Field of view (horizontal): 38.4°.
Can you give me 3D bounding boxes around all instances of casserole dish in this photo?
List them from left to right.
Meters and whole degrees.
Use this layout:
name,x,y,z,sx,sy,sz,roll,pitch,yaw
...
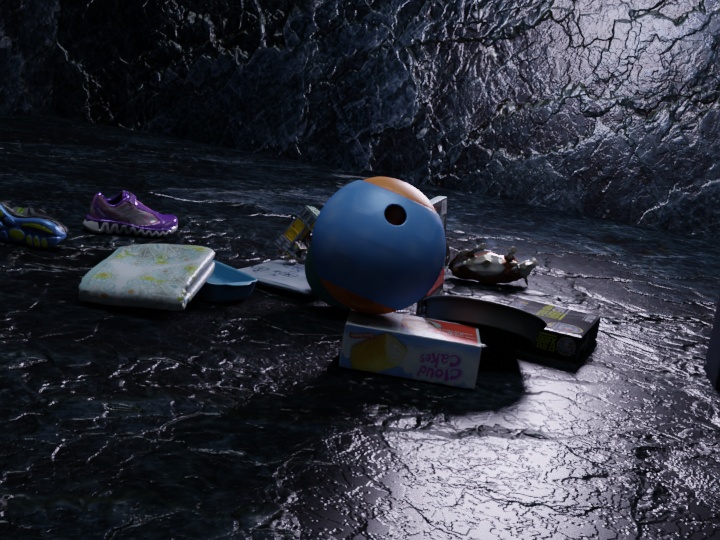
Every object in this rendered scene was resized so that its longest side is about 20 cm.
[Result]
name,x,y,z,sx,sy,sz,roll,pitch,yaw
casserole dish,-0.268,0.016,1.791,0.199,0.039,0.121,20,17,41

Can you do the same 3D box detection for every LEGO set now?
name,x,y,z,sx,sy,sz,roll,pitch,yaw
LEGO set,-0.082,-0.042,2.047,0.154,0.116,0.200,43,11,2

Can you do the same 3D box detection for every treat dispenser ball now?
name,x,y,z,sx,sy,sz,roll,pitch,yaw
treat dispenser ball,0.027,-0.037,1.522,0.199,0.203,0.201,8,12,-2

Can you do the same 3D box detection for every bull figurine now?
name,x,y,z,sx,sy,sz,roll,pitch,yaw
bull figurine,0.288,-0.010,2.186,0.198,0.066,0.122,-1,-20,-7

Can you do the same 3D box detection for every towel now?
name,x,y,z,sx,sy,sz,roll,pitch,yaw
towel,-0.339,0.007,1.669,0.170,0.049,0.200,2,22,9

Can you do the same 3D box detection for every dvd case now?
name,x,y,z,sx,sy,sz,roll,pitch,yaw
dvd case,0.130,-0.028,1.877,0.022,0.202,0.146,6,12,16

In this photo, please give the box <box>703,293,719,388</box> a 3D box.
name,x,y,z,sx,sy,sz,roll,pitch,yaw
box,0.672,0.098,1.669,0.180,0.202,0.104,9,13,7

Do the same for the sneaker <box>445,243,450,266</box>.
name,x,y,z,sx,sy,sz,roll,pitch,yaw
sneaker,0.101,-0.031,2.169,0.199,0.078,0.088,-9,3,-35

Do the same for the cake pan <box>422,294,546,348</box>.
name,x,y,z,sx,sy,sz,roll,pitch,yaw
cake pan,0.192,0.083,1.630,0.198,0.037,0.200,12,-13,3

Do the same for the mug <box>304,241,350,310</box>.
name,x,y,z,sx,sy,sz,roll,pitch,yaw
mug,-0.010,0.002,1.804,0.185,0.115,0.152,42,54,11

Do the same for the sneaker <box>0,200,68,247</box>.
name,x,y,z,sx,sy,sz,roll,pitch,yaw
sneaker,-0.642,-0.087,1.956,0.198,0.071,0.083,17,9,15

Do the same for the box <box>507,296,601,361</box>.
name,x,y,z,sx,sy,sz,roll,pitch,yaw
box,0.322,0.098,1.797,0.159,0.045,0.200,13,13,21

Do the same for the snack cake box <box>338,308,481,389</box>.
name,x,y,z,sx,sy,sz,roll,pitch,yaw
snack cake box,0.074,0.111,1.515,0.198,0.068,0.115,9,10,3

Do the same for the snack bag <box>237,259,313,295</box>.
name,x,y,z,sx,sy,sz,roll,pitch,yaw
snack bag,-0.121,0.016,1.930,0.187,0.022,0.200,13,12,24

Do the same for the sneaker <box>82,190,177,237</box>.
name,x,y,z,sx,sy,sz,roll,pitch,yaw
sneaker,-0.476,-0.121,2.162,0.199,0.089,0.080,3,12,-27
